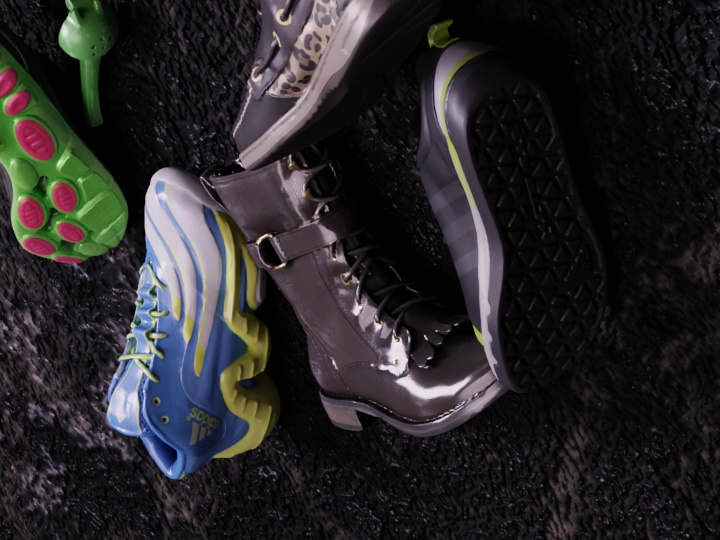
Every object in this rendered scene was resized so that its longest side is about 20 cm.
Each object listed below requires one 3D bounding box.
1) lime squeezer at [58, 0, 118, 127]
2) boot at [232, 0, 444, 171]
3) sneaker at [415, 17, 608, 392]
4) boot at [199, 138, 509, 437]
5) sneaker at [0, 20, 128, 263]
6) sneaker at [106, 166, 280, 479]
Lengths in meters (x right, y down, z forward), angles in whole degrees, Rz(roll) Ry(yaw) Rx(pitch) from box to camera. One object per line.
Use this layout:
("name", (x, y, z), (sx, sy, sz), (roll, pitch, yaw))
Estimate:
("lime squeezer", (-0.169, -0.165, 1.514), (0.071, 0.037, 0.201), (-124, 13, -61))
("boot", (-0.043, -0.149, 1.325), (0.151, 0.073, 0.200), (57, 152, 8))
("sneaker", (0.071, -0.036, 1.333), (0.083, 0.071, 0.201), (39, 146, 53))
("boot", (0.000, 0.000, 1.436), (0.199, 0.069, 0.175), (-9, 112, 51))
("sneaker", (-0.195, -0.084, 1.592), (0.076, 0.084, 0.201), (-16, 132, 10))
("sneaker", (-0.107, 0.042, 1.565), (0.075, 0.105, 0.201), (16, 134, 40))
